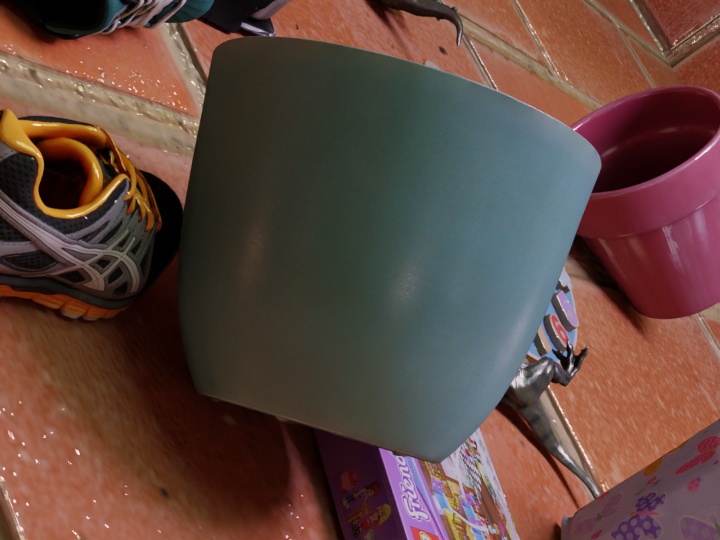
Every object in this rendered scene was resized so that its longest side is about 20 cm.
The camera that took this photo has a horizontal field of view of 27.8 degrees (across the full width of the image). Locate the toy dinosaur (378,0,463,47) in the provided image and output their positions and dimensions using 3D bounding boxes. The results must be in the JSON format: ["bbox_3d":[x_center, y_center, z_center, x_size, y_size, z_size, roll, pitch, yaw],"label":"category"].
[{"bbox_3d":[0.033,-0.280,1.385,0.102,0.077,0.202,10,52,-45],"label":"toy dinosaur"}]

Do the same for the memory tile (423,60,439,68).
[{"bbox_3d":[0.094,-0.101,1.303,0.153,0.017,0.201,48,23,-18],"label":"memory tile"}]

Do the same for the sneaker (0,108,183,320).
[{"bbox_3d":[-0.126,-0.028,0.645,0.079,0.077,0.200,56,19,10],"label":"sneaker"}]

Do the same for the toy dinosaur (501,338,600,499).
[{"bbox_3d":[0.121,0.072,1.059,0.200,0.047,0.088,48,45,-19],"label":"toy dinosaur"}]

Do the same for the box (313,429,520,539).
[{"bbox_3d":[0.029,0.108,0.825,0.136,0.039,0.201,32,31,-47],"label":"box"}]

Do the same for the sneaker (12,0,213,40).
[{"bbox_3d":[-0.146,-0.160,0.816,0.199,0.071,0.081,8,55,-56],"label":"sneaker"}]

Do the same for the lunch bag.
[{"bbox_3d":[0.244,0.217,0.946,0.201,0.169,0.127,51,24,-2],"label":"lunch bag"}]

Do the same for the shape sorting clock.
[{"bbox_3d":[0.120,-0.016,1.175,0.200,0.039,0.201,39,33,-31],"label":"shape sorting clock"}]

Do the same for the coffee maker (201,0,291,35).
[{"bbox_3d":[-0.048,-0.264,0.986,0.135,0.199,0.192,53,21,-2],"label":"coffee maker"}]

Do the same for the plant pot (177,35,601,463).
[{"bbox_3d":[0.000,0.000,0.706,0.200,0.199,0.163,26,79,-51],"label":"plant pot"}]

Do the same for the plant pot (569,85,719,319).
[{"bbox_3d":[0.304,-0.060,1.475,0.201,0.198,0.180,-84,150,-59],"label":"plant pot"}]
